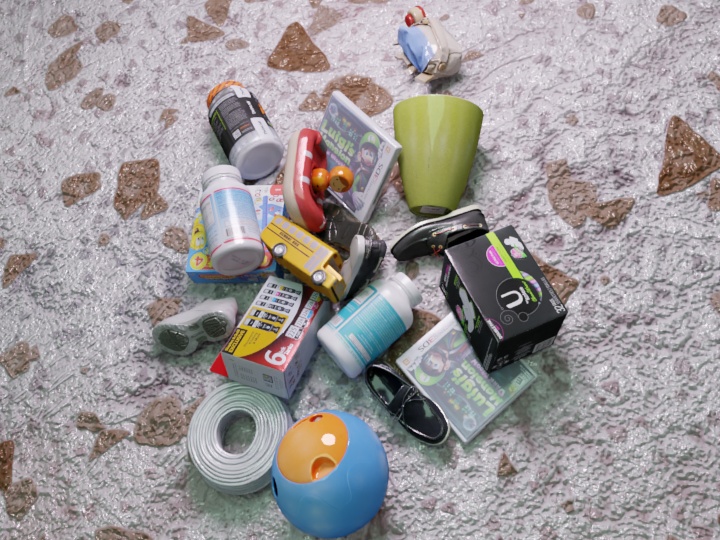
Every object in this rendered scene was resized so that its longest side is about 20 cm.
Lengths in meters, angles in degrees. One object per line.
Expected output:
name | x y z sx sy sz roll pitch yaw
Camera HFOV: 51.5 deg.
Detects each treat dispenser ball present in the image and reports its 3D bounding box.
treat dispenser ball | -0.050 0.336 1.240 0.196 0.202 0.205 -4 64 9

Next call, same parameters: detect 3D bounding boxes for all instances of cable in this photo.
cable | -0.218 0.303 1.361 0.198 0.070 0.201 -36 64 -7

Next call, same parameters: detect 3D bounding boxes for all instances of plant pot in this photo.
plant pot | 0.147 -0.216 1.487 0.182 0.187 0.205 3 80 12

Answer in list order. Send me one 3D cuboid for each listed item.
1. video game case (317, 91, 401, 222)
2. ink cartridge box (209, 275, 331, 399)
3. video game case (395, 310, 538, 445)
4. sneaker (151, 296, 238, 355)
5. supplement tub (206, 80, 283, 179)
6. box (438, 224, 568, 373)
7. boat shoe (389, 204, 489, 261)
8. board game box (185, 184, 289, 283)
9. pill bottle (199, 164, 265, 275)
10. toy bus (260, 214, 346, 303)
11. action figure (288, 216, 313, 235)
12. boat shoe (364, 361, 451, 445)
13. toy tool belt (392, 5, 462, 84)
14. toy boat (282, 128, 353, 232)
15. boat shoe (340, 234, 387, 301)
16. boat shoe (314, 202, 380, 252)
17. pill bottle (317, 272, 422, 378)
video game case | -0.021 -0.230 1.521 0.023 0.184 0.200 -14 50 -46
ink cartridge box | -0.172 0.115 1.398 0.172 0.085 0.202 14 48 17
video game case | 0.192 0.181 1.365 0.181 0.023 0.200 -39 65 -8
sneaker | -0.320 0.104 1.481 0.196 0.079 0.100 -14 25 20
supplement tub | -0.256 -0.309 1.625 0.121 0.123 0.202 -28 64 -4
box | 0.250 0.049 1.343 0.146 0.125 0.202 -20 60 -13
boat shoe | 0.154 -0.062 1.457 0.197 0.074 0.064 -21 60 -1
board game box | -0.249 -0.076 1.552 0.195 0.056 0.200 -1 65 10
pill bottle | -0.257 -0.102 1.473 0.106 0.109 0.204 -18 63 2
toy bus | -0.103 -0.022 1.409 0.198 0.065 0.079 33 71 29
action figure | -0.093 -0.022 1.494 0.051 0.066 0.202 -19 59 -24
boat shoe | 0.078 0.236 1.331 0.200 0.062 0.075 42 96 26
toy tool belt | 0.127 -0.494 1.639 0.121 0.126 0.201 -28 62 -13
toy boat | -0.076 -0.176 1.466 0.127 0.131 0.205 0 72 14
boat shoe | 0.000 0.000 1.402 0.059 0.201 0.075 5 56 -12
boat shoe | -0.025 -0.070 1.498 0.199 0.074 0.076 36 91 44
pill bottle | 0.023 0.095 1.389 0.199 0.111 0.111 -41 64 -9
